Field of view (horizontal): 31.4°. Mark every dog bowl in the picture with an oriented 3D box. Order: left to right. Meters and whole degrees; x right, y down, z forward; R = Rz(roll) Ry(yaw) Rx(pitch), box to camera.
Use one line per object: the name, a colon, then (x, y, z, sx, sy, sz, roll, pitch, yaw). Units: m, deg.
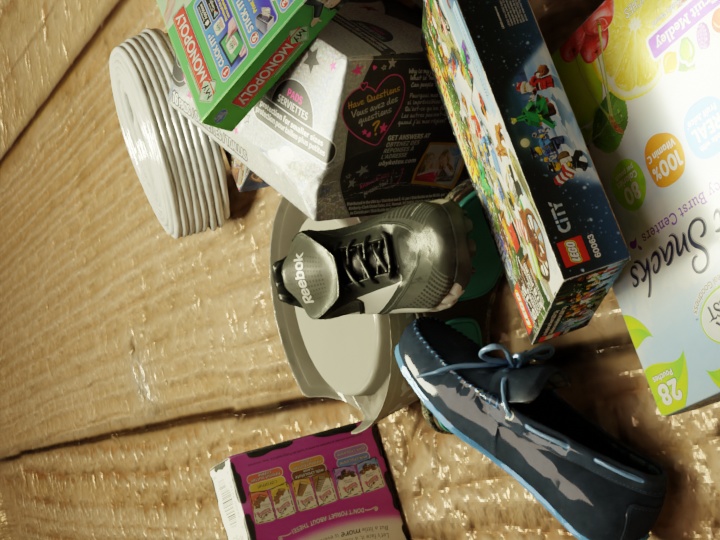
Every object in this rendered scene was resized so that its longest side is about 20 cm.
dog bowl: (-0.004, 0.023, 1.000, 0.199, 0.058, 0.203, 29, 124, 56)

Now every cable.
cable: (-0.184, -0.131, 1.228, 0.200, 0.068, 0.202, 120, 131, -72)

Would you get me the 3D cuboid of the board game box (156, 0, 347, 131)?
board game box: (-0.083, -0.210, 0.829, 0.134, 0.029, 0.202, -43, 54, 31)

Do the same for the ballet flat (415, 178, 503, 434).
ballet flat: (0.060, 0.016, 0.878, 0.075, 0.067, 0.203, -124, 31, -56)

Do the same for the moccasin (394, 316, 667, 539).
moccasin: (0.110, 0.085, 0.793, 0.199, 0.080, 0.069, 38, 121, 22)

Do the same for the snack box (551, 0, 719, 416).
snack box: (0.179, -0.050, 0.621, 0.169, 0.067, 0.203, -45, 61, 59)

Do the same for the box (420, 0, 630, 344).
box: (0.083, -0.073, 0.702, 0.137, 0.037, 0.203, 88, 164, -73)

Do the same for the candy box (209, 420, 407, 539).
candy box: (-0.030, 0.238, 1.042, 0.061, 0.135, 0.203, -40, 64, 61)

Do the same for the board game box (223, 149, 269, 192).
board game box: (-0.086, -0.179, 1.106, 0.137, 0.034, 0.200, 68, 150, 21)

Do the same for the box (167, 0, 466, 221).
box: (-0.027, -0.132, 0.880, 0.200, 0.131, 0.116, 38, 124, 43)

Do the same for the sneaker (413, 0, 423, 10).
sneaker: (0.021, -0.216, 0.840, 0.201, 0.087, 0.075, 57, 144, 33)

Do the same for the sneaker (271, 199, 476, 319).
sneaker: (0.000, 0.000, 0.806, 0.200, 0.089, 0.068, 166, 95, -65)
